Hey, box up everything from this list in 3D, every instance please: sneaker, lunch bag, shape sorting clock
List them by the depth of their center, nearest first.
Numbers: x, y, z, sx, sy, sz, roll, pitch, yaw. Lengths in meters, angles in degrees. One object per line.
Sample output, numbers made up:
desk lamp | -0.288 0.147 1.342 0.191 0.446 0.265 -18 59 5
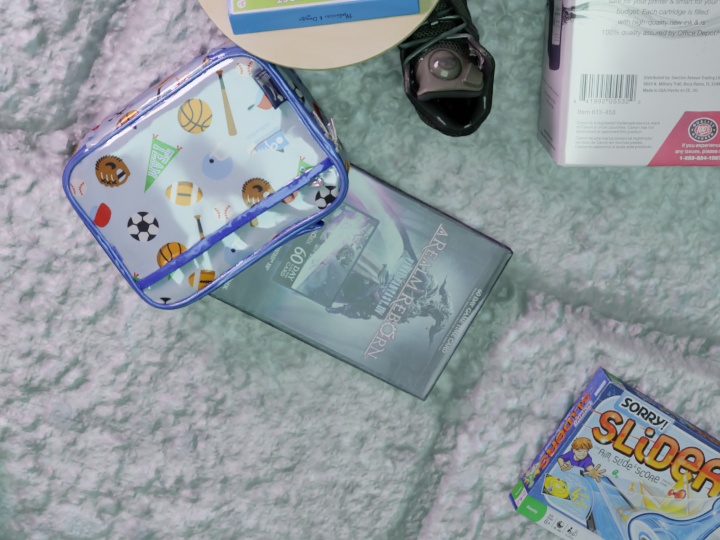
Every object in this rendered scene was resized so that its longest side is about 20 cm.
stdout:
shape sorting clock | -0.029 -0.242 1.517 0.200 0.039 0.200 -1 78 7
sneaker | 0.052 -0.190 1.543 0.076 0.114 0.200 -17 105 -3
lunch bag | -0.108 -0.071 1.569 0.200 0.076 0.160 -32 103 10

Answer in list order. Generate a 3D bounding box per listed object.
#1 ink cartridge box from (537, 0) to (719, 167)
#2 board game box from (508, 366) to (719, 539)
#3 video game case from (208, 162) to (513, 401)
ink cartridge box | 0.216 -0.184 1.582 0.144 0.084 0.200 -1 109 -8
board game box | 0.242 0.186 1.732 0.200 0.034 0.135 30 101 -16
video game case | 0.000 0.000 1.647 0.200 0.019 0.143 27 102 -15
